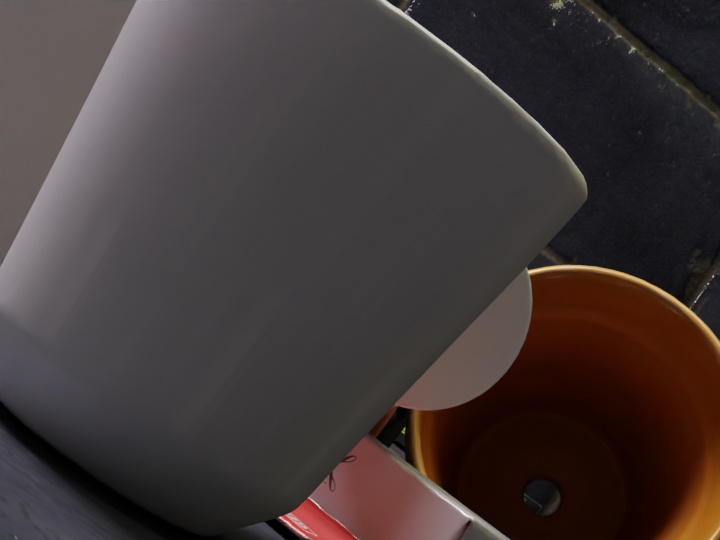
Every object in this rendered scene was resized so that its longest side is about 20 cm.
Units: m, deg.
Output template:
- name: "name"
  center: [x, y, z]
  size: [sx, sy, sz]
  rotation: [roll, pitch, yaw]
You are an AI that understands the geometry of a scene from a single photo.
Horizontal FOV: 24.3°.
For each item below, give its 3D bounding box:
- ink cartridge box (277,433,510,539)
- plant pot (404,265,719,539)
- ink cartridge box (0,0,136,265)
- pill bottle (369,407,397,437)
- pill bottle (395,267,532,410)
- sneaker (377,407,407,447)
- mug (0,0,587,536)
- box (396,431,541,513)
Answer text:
- name: "ink cartridge box"
  center: [-0.027, 0.078, 0.746]
  size: [0.200, 0.045, 0.176]
  rotation: [33, -4, 40]
- name: "plant pot"
  center: [0.124, 0.121, 1.043]
  size: [0.200, 0.200, 0.183]
  rotation: [35, -17, 11]
- name: "ink cartridge box"
  center: [-0.127, -0.059, 0.789]
  size: [0.083, 0.147, 0.200]
  rotation: [24, -3, 8]
- name: "pill bottle"
  center: [-0.064, 0.025, 0.953]
  size: [0.200, 0.106, 0.106]
  rotation: [36, -2, -1]
- name: "pill bottle"
  center: [0.000, 0.000, 0.799]
  size: [0.120, 0.120, 0.200]
  rotation: [36, -3, -21]
- name: "sneaker"
  center: [-0.034, 0.078, 1.210]
  size: [0.114, 0.076, 0.199]
  rotation: [38, -1, -31]
- name: "mug"
  center: [-0.022, 0.004, 0.521]
  size: [0.187, 0.153, 0.149]
  rotation: [37, -3, -35]
- name: "box"
  center: [0.116, 0.244, 2.153]
  size: [0.193, 0.048, 0.200]
  rotation: [36, -2, 37]
